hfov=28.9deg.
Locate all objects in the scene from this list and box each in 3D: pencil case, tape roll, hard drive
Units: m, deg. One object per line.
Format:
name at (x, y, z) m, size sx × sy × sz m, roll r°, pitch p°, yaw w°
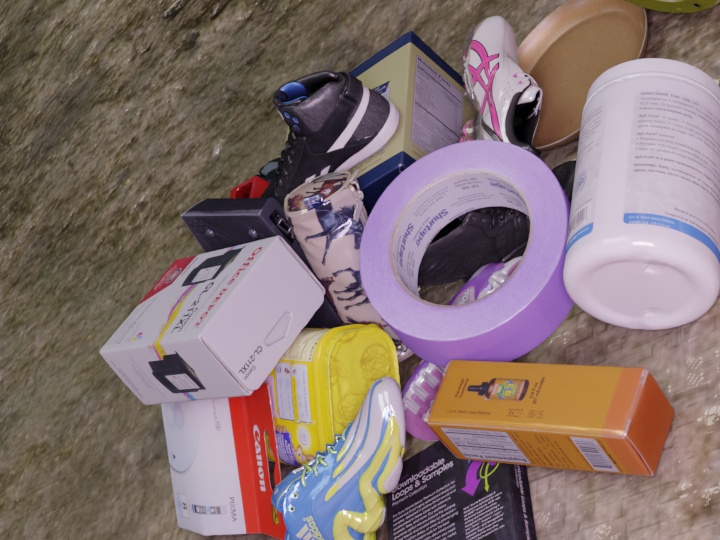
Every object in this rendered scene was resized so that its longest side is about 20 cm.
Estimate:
pencil case at (0.000, 0.000, 1.403) m, size 0.089 × 0.202 × 0.078 m, roll -13°, pitch 22°, yaw 44°
tape roll at (0.100, -0.015, 1.260) m, size 0.198 × 0.066 × 0.202 m, roll -13°, pitch 58°, yaw 22°
hard drive at (-0.089, 0.000, 1.473) m, size 0.134 × 0.201 × 0.043 m, roll 2°, pitch 48°, yaw 42°

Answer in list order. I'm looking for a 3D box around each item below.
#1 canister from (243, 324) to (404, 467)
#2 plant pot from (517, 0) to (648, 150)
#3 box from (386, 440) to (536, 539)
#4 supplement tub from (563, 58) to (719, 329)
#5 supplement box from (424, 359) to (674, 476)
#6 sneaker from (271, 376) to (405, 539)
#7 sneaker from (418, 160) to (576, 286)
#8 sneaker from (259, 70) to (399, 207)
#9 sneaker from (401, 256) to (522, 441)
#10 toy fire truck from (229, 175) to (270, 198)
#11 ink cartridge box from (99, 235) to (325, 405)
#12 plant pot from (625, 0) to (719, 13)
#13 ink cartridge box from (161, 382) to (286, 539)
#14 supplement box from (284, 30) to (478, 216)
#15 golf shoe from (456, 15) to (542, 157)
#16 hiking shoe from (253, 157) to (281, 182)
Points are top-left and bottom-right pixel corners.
canister at (-0.050, 0.128, 1.407) m, size 0.199 × 0.086 × 0.151 m, roll 0°, pitch 97°, yaw 55°
plant pot at (0.221, -0.204, 1.454) m, size 0.199 × 0.027 × 0.202 m, roll -33°, pitch 37°, yaw 29°
box at (0.087, 0.230, 1.218) m, size 0.142 × 0.036 × 0.202 m, roll -34°, pitch 39°, yaw 28°
supplement tub at (0.245, -0.064, 1.193) m, size 0.131 × 0.132 × 0.202 m, roll -20°, pitch 45°, yaw 42°
supplement box at (0.154, 0.121, 1.165) m, size 0.198 × 0.069 × 0.067 m, roll 1°, pitch 54°, yaw 39°
sneaker at (-0.023, 0.189, 1.268) m, size 0.076 × 0.104 × 0.203 m, roll -117°, pitch 37°, yaw -71°
sneaker at (0.127, -0.050, 1.360) m, size 0.200 × 0.104 × 0.060 m, roll -46°, pitch 32°, yaw 14°
sneaker at (-0.066, -0.131, 1.429) m, size 0.200 × 0.111 × 0.074 m, roll -40°, pitch 34°, yaw 22°
sneaker at (0.100, 0.070, 1.319) m, size 0.201 × 0.080 × 0.088 m, roll -53°, pitch 27°, yaw -8°
toy fire truck at (-0.124, -0.011, 1.597) m, size 0.200 × 0.140 × 0.049 m, roll -40°, pitch 33°, yaw 40°
ink cartridge box at (-0.150, 0.052, 1.415) m, size 0.199 × 0.083 × 0.146 m, roll -12°, pitch 34°, yaw 50°
plant pot at (0.309, -0.364, 1.353) m, size 0.199 × 0.199 × 0.195 m, roll 4°, pitch 73°, yaw 54°
ink cartridge box at (-0.144, 0.194, 1.445) m, size 0.199 × 0.047 × 0.163 m, roll -4°, pitch 94°, yaw 61°
supplement box at (0.023, -0.110, 1.524) m, size 0.199 × 0.134 × 0.202 m, roll -28°, pitch 40°, yaw 35°
golf shoe at (0.153, -0.179, 1.435) m, size 0.091 × 0.072 × 0.202 m, roll -18°, pitch 57°, yaw 35°
hiking shoe at (-0.055, -0.135, 1.723) m, size 0.201 × 0.074 × 0.087 m, roll -51°, pitch 38°, yaw 24°
